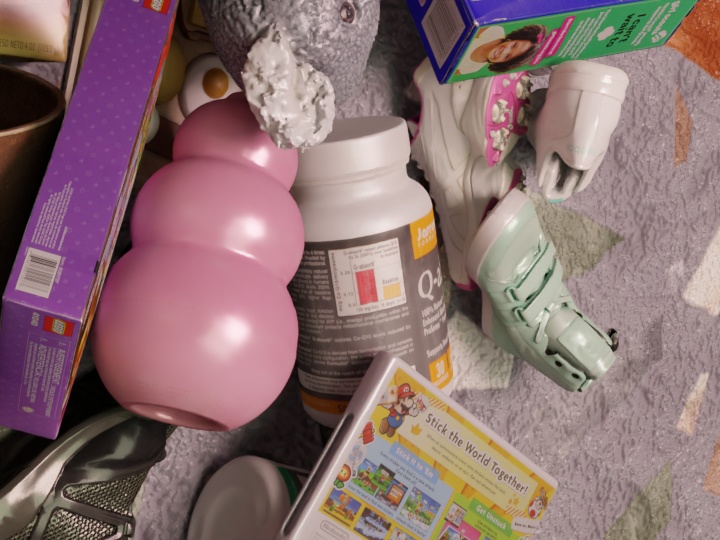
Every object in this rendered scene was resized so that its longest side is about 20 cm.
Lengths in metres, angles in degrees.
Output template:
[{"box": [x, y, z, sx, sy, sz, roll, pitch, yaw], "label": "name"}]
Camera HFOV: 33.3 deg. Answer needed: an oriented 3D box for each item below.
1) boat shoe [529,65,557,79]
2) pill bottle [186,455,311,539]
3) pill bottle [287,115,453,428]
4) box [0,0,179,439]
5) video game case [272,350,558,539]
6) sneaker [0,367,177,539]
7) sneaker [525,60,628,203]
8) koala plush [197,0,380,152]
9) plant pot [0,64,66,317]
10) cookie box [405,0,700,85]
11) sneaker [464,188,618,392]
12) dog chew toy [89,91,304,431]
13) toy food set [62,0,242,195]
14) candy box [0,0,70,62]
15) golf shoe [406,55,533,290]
[{"box": [0.172, -0.250, 0.965, 0.073, 0.066, 0.204, 12, 91, -37], "label": "boat shoe"}, {"box": [-0.019, 0.211, 0.876, 0.198, 0.112, 0.115, 22, 85, -37], "label": "pill bottle"}, {"box": [0.000, 0.000, 0.851, 0.115, 0.116, 0.203, -19, 109, -33], "label": "pill bottle"}, {"box": [-0.142, -0.033, 0.623, 0.038, 0.137, 0.203, 16, 57, -11], "label": "box"}, {"box": [0.035, 0.182, 0.827, 0.199, 0.023, 0.184, 38, 76, -34], "label": "video game case"}, {"box": [-0.162, 0.135, 0.782, 0.199, 0.076, 0.115, -41, 123, -22], "label": "sneaker"}, {"box": [0.155, -0.092, 0.922, 0.074, 0.200, 0.090, 10, 84, 6], "label": "sneaker"}, {"box": [-0.055, -0.178, 0.694, 0.181, 0.178, 0.202, -18, 114, 7], "label": "koala plush"}, {"box": [-0.253, 0.002, 0.638, 0.185, 0.186, 0.203, -8, 115, -35], "label": "plant pot"}, {"box": [0.124, -0.237, 0.858, 0.197, 0.075, 0.173, -13, 71, -22], "label": "cookie box"}, {"box": [0.147, 0.020, 0.912, 0.074, 0.118, 0.201, -48, 153, -15], "label": "sneaker"}, {"box": [-0.087, -0.011, 0.721, 0.124, 0.124, 0.203, 25, 68, -37], "label": "dog chew toy"}, {"box": [-0.108, -0.144, 0.779, 0.142, 0.060, 0.204, 10, 92, -37], "label": "toy food set"}, {"box": [-0.260, -0.184, 0.661, 0.198, 0.056, 0.119, 1, 97, -38], "label": "candy box"}, {"box": [0.079, -0.079, 0.930, 0.075, 0.091, 0.203, -38, 142, -43], "label": "golf shoe"}]
